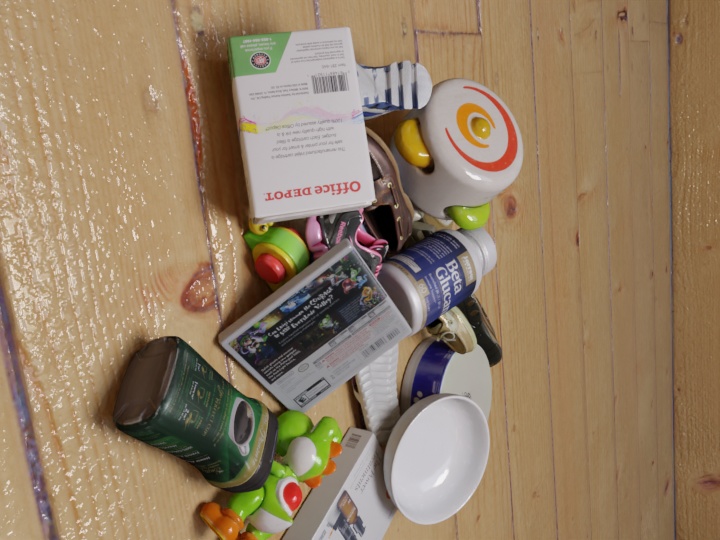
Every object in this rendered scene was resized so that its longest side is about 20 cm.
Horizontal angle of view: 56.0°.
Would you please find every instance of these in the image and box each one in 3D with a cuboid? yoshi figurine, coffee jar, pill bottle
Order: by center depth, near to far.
[{"bbox_3d":[-0.172,0.166,0.749,0.201,0.084,0.106,50,36,-41],"label":"coffee jar"},{"bbox_3d":[-0.111,0.257,0.858,0.112,0.113,0.200,45,64,5],"label":"yoshi figurine"},{"bbox_3d":[0.113,0.006,1.015,0.198,0.110,0.114,-30,116,-32],"label":"pill bottle"}]

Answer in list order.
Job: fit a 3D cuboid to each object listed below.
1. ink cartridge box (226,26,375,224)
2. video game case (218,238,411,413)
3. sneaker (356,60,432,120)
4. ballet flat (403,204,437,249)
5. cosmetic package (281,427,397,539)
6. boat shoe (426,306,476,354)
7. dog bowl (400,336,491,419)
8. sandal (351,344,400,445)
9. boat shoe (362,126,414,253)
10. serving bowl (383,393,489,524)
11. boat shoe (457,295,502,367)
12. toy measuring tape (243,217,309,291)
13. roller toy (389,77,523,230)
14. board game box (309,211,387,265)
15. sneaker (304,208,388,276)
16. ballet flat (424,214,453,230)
[{"bbox_3d":[-0.071,-0.164,0.790,0.141,0.084,0.206,-9,90,-12],"label":"ink cartridge box"},{"bbox_3d":[-0.051,0.080,0.864,0.198,0.023,0.183,-36,130,2],"label":"video game case"},{"bbox_3d":[-0.009,-0.250,0.951,0.194,0.115,0.083,2,88,-23],"label":"sneaker"},{"bbox_3d":[0.087,-0.080,1.097,0.070,0.068,0.202,-57,133,-33],"label":"ballet flat"},{"bbox_3d":[-0.018,0.363,1.000,0.201,0.051,0.153,-54,134,-36],"label":"cosmetic package"},{"bbox_3d":[0.110,0.069,1.100,0.202,0.073,0.063,50,61,-15],"label":"boat shoe"},{"bbox_3d":[0.155,0.222,1.194,0.198,0.077,0.206,-6,97,-52],"label":"dog bowl"},{"bbox_3d":[0.017,0.164,1.037,0.081,0.049,0.209,-8,98,-35],"label":"sandal"},{"bbox_3d":[0.023,-0.108,0.944,0.201,0.069,0.071,55,48,-39],"label":"boat shoe"},{"bbox_3d":[0.110,0.283,1.054,0.196,0.065,0.206,-8,104,-32],"label":"serving bowl"},{"bbox_3d":[0.200,0.089,1.262,0.203,0.074,0.074,60,20,-24],"label":"boat shoe"},{"bbox_3d":[-0.085,0.010,0.873,0.074,0.072,0.203,-54,131,-35],"label":"toy measuring tape"},{"bbox_3d":[0.145,-0.185,1.015,0.198,0.139,0.185,34,57,-12],"label":"roller toy"},{"bbox_3d":[-0.015,-0.079,0.984,0.150,0.036,0.206,-8,100,-52],"label":"board game box"},{"bbox_3d":[0.000,0.000,0.894,0.080,0.093,0.203,-98,166,-57],"label":"sneaker"},{"bbox_3d":[0.125,-0.120,1.146,0.200,0.062,0.070,44,57,-45],"label":"ballet flat"}]
